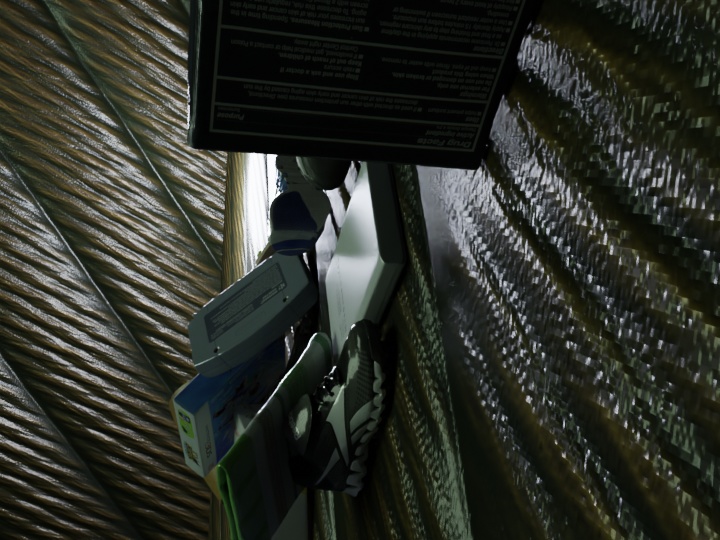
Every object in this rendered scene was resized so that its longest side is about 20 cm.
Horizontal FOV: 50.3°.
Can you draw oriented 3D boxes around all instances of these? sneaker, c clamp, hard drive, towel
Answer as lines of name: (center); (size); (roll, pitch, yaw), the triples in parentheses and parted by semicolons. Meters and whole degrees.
sneaker: (-0.085, -0.064, 1.032); (0.201, 0.079, 0.117); (-96, 12, -55)
c clamp: (-0.092, 0.147, 1.114); (0.202, 0.027, 0.173); (109, 154, -43)
hard drive: (0.000, 0.000, 0.766); (0.201, 0.026, 0.134); (110, 158, -51)
sneaker: (-0.028, 0.136, 0.724); (0.067, 0.089, 0.203); (-112, 28, -55)
towel: (-0.081, 0.176, 0.777); (0.200, 0.030, 0.152); (-50, -36, -48)
sneaker: (-0.023, -0.187, 0.799); (0.115, 0.073, 0.205); (-164, 78, -73)

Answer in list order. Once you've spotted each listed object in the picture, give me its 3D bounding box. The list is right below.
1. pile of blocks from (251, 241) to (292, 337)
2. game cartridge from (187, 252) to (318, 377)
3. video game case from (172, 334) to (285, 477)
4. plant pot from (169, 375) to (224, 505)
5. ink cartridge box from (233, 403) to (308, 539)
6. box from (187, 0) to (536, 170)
pile of blocks: (-0.142, 0.024, 1.207); (0.063, 0.080, 0.203); (-109, 25, -54)
game cartridge: (-0.151, 0.058, 1.069); (0.041, 0.198, 0.134); (51, -174, -32)
video game case: (-0.187, 0.185, 1.147); (0.200, 0.045, 0.183); (-46, -24, -34)
plant pot: (-0.232, 0.307, 1.383); (0.188, 0.183, 0.202); (110, 143, -49)
ink cartridge box: (-0.126, 0.299, 1.058); (0.145, 0.082, 0.205); (-166, 74, -72)
box: (-0.003, -0.182, 0.464); (0.125, 0.196, 0.201); (-104, 22, -46)
